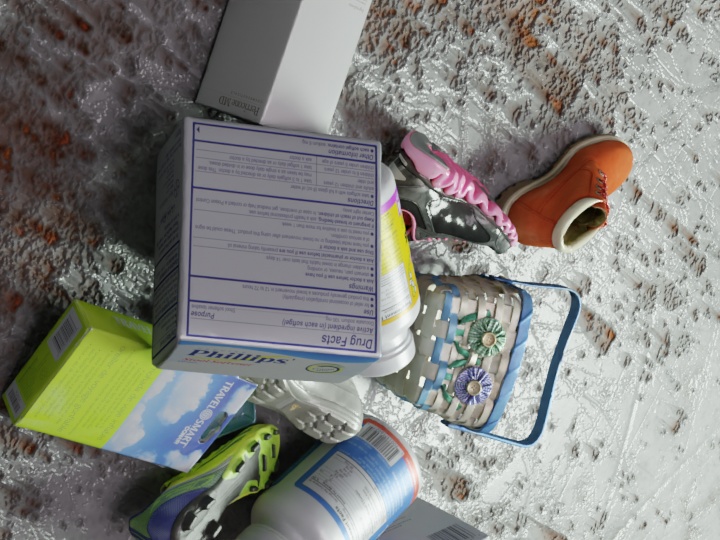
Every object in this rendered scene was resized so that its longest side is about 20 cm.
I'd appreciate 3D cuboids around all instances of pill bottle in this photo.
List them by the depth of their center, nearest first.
[{"bbox_3d":[0.000,0.000,1.696,0.104,0.104,0.202,-31,124,-30],"label":"pill bottle"},{"bbox_3d":[-0.038,0.239,1.721,0.200,0.112,0.113,-39,128,-37],"label":"pill bottle"}]

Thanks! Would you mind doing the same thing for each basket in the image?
[{"bbox_3d":[0.128,0.090,1.818,0.198,0.139,0.178,10,98,-34],"label":"basket"}]

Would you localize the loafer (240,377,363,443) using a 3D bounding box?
[{"bbox_3d":[-0.074,0.096,1.676,0.200,0.070,0.070,39,39,-37],"label":"loafer"}]

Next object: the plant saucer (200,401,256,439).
[{"bbox_3d":[-0.136,0.062,1.656,0.069,0.019,0.202,-19,117,-37],"label":"plant saucer"}]

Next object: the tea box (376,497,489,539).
[{"bbox_3d":[0.022,0.372,1.826,0.199,0.133,0.199,-17,116,-37],"label":"tea box"}]

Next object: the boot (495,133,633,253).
[{"bbox_3d":[0.245,-0.079,1.889,0.199,0.107,0.076,-35,124,-30],"label":"boot"}]

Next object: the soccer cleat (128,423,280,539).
[{"bbox_3d":[-0.145,0.200,1.664,0.200,0.083,0.065,-42,133,-50],"label":"soccer cleat"}]

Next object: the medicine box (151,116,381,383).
[{"bbox_3d":[-0.081,-0.015,1.514,0.180,0.103,0.202,6,73,-19],"label":"medicine box"}]

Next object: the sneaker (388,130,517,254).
[{"bbox_3d":[0.082,-0.061,1.784,0.095,0.079,0.200,-46,133,9],"label":"sneaker"}]

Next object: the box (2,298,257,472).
[{"bbox_3d":[-0.203,0.106,1.558,0.199,0.048,0.122,22,115,-43],"label":"box"}]

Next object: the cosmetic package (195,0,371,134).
[{"bbox_3d":[-0.059,-0.224,1.564,0.084,0.107,0.202,18,91,-44],"label":"cosmetic package"}]
